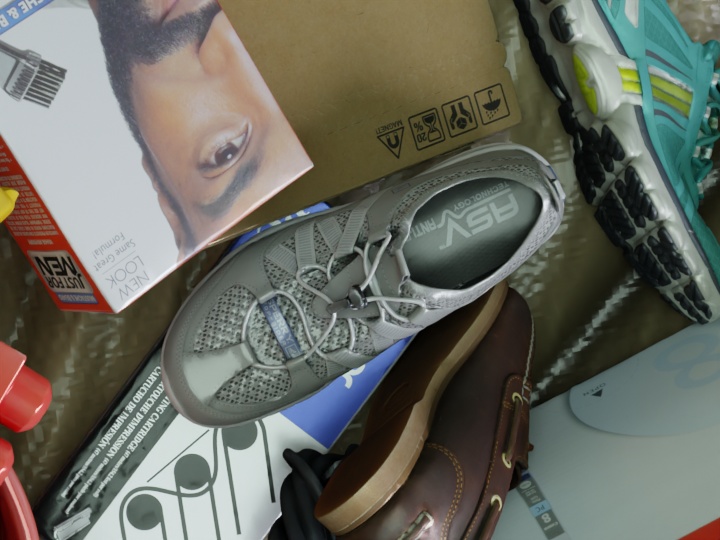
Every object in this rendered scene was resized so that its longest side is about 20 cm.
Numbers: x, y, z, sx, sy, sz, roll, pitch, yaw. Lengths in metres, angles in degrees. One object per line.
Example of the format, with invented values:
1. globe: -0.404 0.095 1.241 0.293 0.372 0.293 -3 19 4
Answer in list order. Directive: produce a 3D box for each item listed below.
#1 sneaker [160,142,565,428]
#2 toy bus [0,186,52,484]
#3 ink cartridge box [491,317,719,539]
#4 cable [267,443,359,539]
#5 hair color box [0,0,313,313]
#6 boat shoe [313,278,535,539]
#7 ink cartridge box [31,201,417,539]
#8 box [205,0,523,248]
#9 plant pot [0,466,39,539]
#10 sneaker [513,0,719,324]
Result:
1. sneaker: 0.000 0.000 0.920 0.200 0.082 0.075 -33 93 -5
2. toy bus: -0.192 -0.010 0.767 0.192 0.136 0.200 30 76 -16
3. ink cartridge box: 0.134 0.097 0.912 0.160 0.200 0.047 -27 110 -3
4. cable: 0.012 0.168 0.930 0.051 0.163 0.200 -23 104 35
5. hair color box: -0.119 -0.095 0.845 0.111 0.064 0.200 -39 109 -24
6. boat shoe: 0.040 0.074 0.925 0.070 0.200 0.070 44 126 -8
7. ink cartridge box: -0.058 0.062 0.979 0.094 0.044 0.200 38 87 -4
8. box: -0.033 -0.111 0.940 0.200 0.021 0.164 -22 101 -26
9. plant pot: -0.227 0.124 0.903 0.200 0.177 0.201 0 89 -3
10. sneaker: 0.139 -0.073 0.979 0.080 0.078 0.200 -19 91 -12
